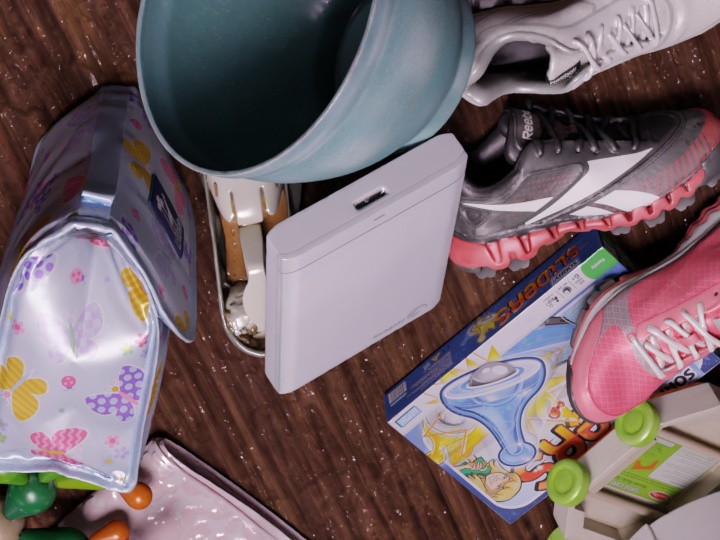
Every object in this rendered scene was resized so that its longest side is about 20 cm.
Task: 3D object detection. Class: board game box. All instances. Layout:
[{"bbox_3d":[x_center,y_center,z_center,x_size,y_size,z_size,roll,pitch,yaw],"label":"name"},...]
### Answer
[{"bbox_3d":[0.133,0.075,1.395,0.200,0.035,0.135,-41,117,19],"label":"board game box"}]

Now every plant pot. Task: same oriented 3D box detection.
[{"bbox_3d":[-0.017,-0.139,1.167,0.134,0.201,0.201,16,124,-45],"label":"plant pot"}]

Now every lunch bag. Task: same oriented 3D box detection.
[{"bbox_3d":[-0.165,0.008,1.246,0.126,0.170,0.201,8,121,-9],"label":"lunch bag"}]

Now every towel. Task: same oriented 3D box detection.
[{"bbox_3d":[-0.146,0.234,1.476,0.191,0.032,0.200,39,111,-25],"label":"towel"}]

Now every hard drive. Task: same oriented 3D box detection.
[{"bbox_3d":[0.000,0.000,1.252,0.131,0.027,0.200,-30,160,-16],"label":"hard drive"}]

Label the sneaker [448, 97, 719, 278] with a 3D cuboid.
[{"bbox_3d":[0.139,-0.069,1.280,0.199,0.071,0.098,-19,125,9],"label":"sneaker"}]

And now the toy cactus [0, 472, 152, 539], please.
[{"bbox_3d":[-0.238,0.171,1.387,0.199,0.103,0.165,37,132,-14],"label":"toy cactus"}]

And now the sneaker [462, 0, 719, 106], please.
[{"bbox_3d":[0.143,-0.146,1.227,0.198,0.081,0.076,-16,121,4],"label":"sneaker"}]

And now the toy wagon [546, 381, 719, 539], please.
[{"bbox_3d":[0.196,0.157,1.426,0.155,0.040,0.200,23,122,-43],"label":"toy wagon"}]

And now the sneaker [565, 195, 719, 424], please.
[{"bbox_3d":[0.216,0.025,1.304,0.200,0.087,0.074,-44,114,-4],"label":"sneaker"}]

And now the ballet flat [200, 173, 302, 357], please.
[{"bbox_3d":[-0.068,-0.033,1.291,0.067,0.064,0.202,-6,123,-1],"label":"ballet flat"}]

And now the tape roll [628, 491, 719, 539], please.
[{"bbox_3d":[0.282,0.272,1.445,0.201,0.140,0.204,-11,136,-11],"label":"tape roll"}]
